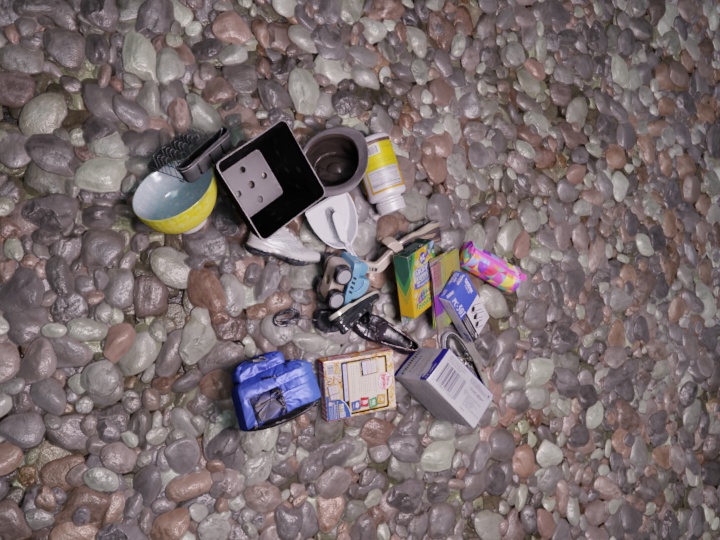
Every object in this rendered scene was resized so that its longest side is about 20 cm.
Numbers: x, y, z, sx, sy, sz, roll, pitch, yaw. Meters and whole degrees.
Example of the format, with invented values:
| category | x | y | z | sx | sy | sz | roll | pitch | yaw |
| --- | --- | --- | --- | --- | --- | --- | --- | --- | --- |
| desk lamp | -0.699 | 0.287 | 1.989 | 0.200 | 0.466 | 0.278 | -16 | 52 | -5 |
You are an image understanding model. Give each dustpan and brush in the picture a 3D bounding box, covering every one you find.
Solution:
| category | x | y | z | sx | sy | sz | roll | pitch | yaw |
| --- | --- | --- | --- | --- | --- | --- | --- | --- | --- |
| dustpan and brush | -0.047 | -0.090 | 1.517 | 0.138 | 0.057 | 0.204 | -33 | 116 | -24 |

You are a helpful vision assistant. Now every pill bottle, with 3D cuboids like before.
| category | x | y | z | sx | sy | sz | roll | pitch | yaw |
| --- | --- | --- | --- | --- | --- | --- | --- | --- | --- |
| pill bottle | 0.055 | -0.255 | 1.551 | 0.107 | 0.109 | 0.205 | -19 | 92 | -22 |

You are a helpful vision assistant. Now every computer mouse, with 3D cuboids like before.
| category | x | y | z | sx | sy | sz | roll | pitch | yaw |
| --- | --- | --- | --- | --- | --- | --- | --- | --- | --- |
| computer mouse | -0.127 | 0.125 | 1.486 | 0.194 | 0.034 | 0.060 | 5 | 99 | -17 |

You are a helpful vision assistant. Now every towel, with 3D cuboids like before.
| category | x | y | z | sx | sy | sz | roll | pitch | yaw |
| --- | --- | --- | --- | --- | --- | --- | --- | --- | --- |
| towel | 0.232 | 0.048 | 1.582 | 0.142 | 0.022 | 0.206 | -30 | 120 | -45 |

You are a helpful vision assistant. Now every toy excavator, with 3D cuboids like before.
| category | x | y | z | sx | sy | sz | roll | pitch | yaw |
| --- | --- | --- | --- | --- | --- | --- | --- | --- | --- |
| toy excavator | 0.000 | 0.000 | 1.492 | 0.196 | 0.100 | 0.199 | 7 | 111 | -36 |

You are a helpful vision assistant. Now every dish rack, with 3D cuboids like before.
| category | x | y | z | sx | sy | sz | roll | pitch | yaw |
| --- | --- | --- | --- | --- | --- | --- | --- | --- | --- |
| dish rack | -0.400 | -0.274 | 1.327 | 0.154 | 0.197 | 0.055 | -49 | 141 | -28 |

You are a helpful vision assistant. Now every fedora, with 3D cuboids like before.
| category | x | y | z | sx | sy | sz | roll | pitch | yaw |
| --- | --- | --- | --- | --- | --- | --- | --- | --- | --- |
| fedora | -0.059 | -0.270 | 1.489 | 0.194 | 0.090 | 0.182 | -11 | 79 | 16 |

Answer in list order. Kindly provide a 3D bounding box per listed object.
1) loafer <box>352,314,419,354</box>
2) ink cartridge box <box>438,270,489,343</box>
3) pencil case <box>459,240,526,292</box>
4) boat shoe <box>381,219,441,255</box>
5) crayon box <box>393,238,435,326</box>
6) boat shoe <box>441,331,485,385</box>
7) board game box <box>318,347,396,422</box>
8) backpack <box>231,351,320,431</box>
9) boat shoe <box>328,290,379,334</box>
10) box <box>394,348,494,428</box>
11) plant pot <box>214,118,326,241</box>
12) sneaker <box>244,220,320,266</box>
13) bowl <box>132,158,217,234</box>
| category | x | y | z | sx | sy | sz | roll | pitch | yaw |
| --- | --- | --- | --- | --- | --- | --- | --- | --- | --- |
| loafer | 0.071 | 0.166 | 1.540 | 0.196 | 0.063 | 0.074 | 26 | 76 | -18 |
| ink cartridge box | 0.287 | 0.102 | 1.597 | 0.095 | 0.044 | 0.201 | -53 | 133 | -19 |
| pencil case | 0.377 | -0.010 | 1.674 | 0.196 | 0.088 | 0.091 | 24 | 76 | -17 |
| boat shoe | 0.149 | -0.070 | 1.591 | 0.197 | 0.074 | 0.075 | -29 | 95 | -21 |
| crayon box | 0.152 | 0.034 | 1.534 | 0.125 | 0.051 | 0.206 | -32 | 122 | -44 |
| boat shoe | 0.294 | 0.261 | 1.626 | 0.068 | 0.056 | 0.204 | -31 | 97 | -21 |
| board game box | -0.007 | 0.292 | 1.495 | 0.194 | 0.046 | 0.157 | -5 | 96 | -22 |
| backpack | -0.198 | 0.277 | 1.368 | 0.195 | 0.162 | 0.173 | -14 | 87 | -21 |
| boat shoe | -0.003 | 0.109 | 1.478 | 0.067 | 0.074 | 0.198 | 59 | 32 | 4 |
| box | 0.214 | 0.300 | 1.512 | 0.184 | 0.199 | 0.105 | 45 | 70 | -12 |
| plant pot | -0.236 | -0.211 | 1.381 | 0.198 | 0.176 | 0.203 | -39 | 111 | -21 |
| sneaker | -0.188 | -0.067 | 1.455 | 0.195 | 0.074 | 0.090 | 18 | 74 | -20 |
| bowl | -0.410 | -0.151 | 1.339 | 0.200 | 0.198 | 0.109 | -43 | 142 | -19 |
